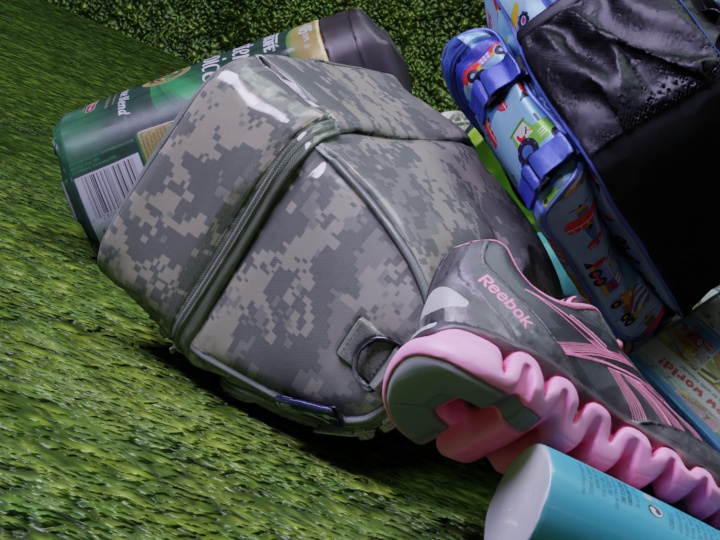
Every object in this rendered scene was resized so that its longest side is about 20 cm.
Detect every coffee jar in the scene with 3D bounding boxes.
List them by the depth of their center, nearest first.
[{"bbox_3d":[-0.067,-0.079,1.158,0.198,0.086,0.104,-20,10,3],"label":"coffee jar"}]

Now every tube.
[{"bbox_3d":[0.147,0.128,0.831,0.199,0.051,0.077,23,0,-16],"label":"tube"}]

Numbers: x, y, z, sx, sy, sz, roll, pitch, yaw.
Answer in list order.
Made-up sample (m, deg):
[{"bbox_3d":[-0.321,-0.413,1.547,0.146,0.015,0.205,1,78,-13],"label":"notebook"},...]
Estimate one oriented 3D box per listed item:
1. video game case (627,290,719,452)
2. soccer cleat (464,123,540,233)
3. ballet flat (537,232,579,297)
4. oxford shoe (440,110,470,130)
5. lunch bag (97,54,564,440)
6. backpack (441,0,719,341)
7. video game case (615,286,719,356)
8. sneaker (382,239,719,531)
[{"bbox_3d":[0.239,0.056,1.040,0.199,0.018,0.143,-29,68,-39],"label":"video game case"},{"bbox_3d":[0.131,-0.045,1.195,0.199,0.068,0.081,27,30,-31],"label":"soccer cleat"},{"bbox_3d":[0.157,0.001,1.152,0.199,0.071,0.067,17,9,-24],"label":"ballet flat"},{"bbox_3d":[0.032,-0.005,1.146,0.075,0.057,0.201,43,41,-29],"label":"oxford shoe"},{"bbox_3d":[0.000,0.000,0.967,0.167,0.140,0.200,39,16,21],"label":"lunch bag"},{"bbox_3d":[0.119,-0.094,1.010,0.201,0.134,0.183,61,6,34],"label":"backpack"},{"bbox_3d":[0.204,0.073,1.048,0.199,0.036,0.182,22,46,-5],"label":"video game case"},{"bbox_3d":[0.100,0.056,0.867,0.199,0.079,0.096,35,45,-25],"label":"sneaker"}]
